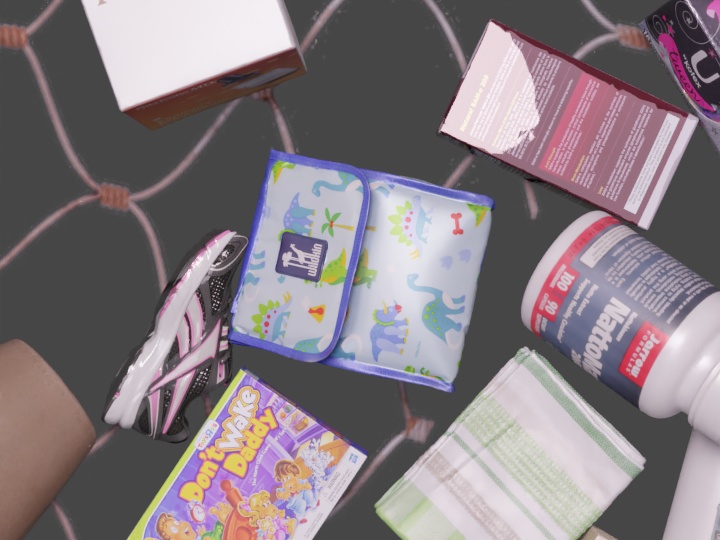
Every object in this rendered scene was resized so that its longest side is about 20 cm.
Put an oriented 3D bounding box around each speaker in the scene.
[{"bbox_3d":[0.304,0.211,1.642,0.081,0.081,0.202,16,90,1],"label":"speaker"}]

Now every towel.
[{"bbox_3d":[0.128,0.185,1.658,0.149,0.031,0.200,44,91,11],"label":"towel"}]

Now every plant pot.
[{"bbox_3d":[-0.323,0.151,1.611,0.174,0.200,0.201,-40,89,-17],"label":"plant pot"}]

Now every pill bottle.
[{"bbox_3d":[0.243,0.051,1.591,0.200,0.120,0.120,36,91,24],"label":"pill bottle"}]

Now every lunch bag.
[{"bbox_3d":[0.000,0.000,1.621,0.198,0.127,0.171,14,88,1],"label":"lunch bag"}]

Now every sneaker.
[{"bbox_3d":[-0.141,0.059,1.659,0.086,0.080,0.201,29,98,-12],"label":"sneaker"}]

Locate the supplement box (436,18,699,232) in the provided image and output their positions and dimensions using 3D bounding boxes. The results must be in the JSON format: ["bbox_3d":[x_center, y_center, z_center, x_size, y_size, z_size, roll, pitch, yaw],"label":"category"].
[{"bbox_3d":[0.176,-0.123,1.652,0.199,0.061,0.109,26,89,0],"label":"supplement box"}]

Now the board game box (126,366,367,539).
[{"bbox_3d":[-0.103,0.204,1.664,0.134,0.045,0.201,34,91,1],"label":"board game box"}]

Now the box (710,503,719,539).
[{"bbox_3d":[0.373,0.281,1.618,0.199,0.040,0.138,13,90,-27],"label":"box"}]

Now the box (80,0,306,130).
[{"bbox_3d":[-0.134,-0.196,1.587,0.151,0.200,0.107,-19,90,1],"label":"box"}]

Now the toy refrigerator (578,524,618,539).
[{"bbox_3d":[0.179,0.324,1.645,0.070,0.076,0.201,30,90,0],"label":"toy refrigerator"}]

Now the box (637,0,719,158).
[{"bbox_3d":[0.349,-0.165,1.610,0.132,0.115,0.201,-32,89,-13],"label":"box"}]
